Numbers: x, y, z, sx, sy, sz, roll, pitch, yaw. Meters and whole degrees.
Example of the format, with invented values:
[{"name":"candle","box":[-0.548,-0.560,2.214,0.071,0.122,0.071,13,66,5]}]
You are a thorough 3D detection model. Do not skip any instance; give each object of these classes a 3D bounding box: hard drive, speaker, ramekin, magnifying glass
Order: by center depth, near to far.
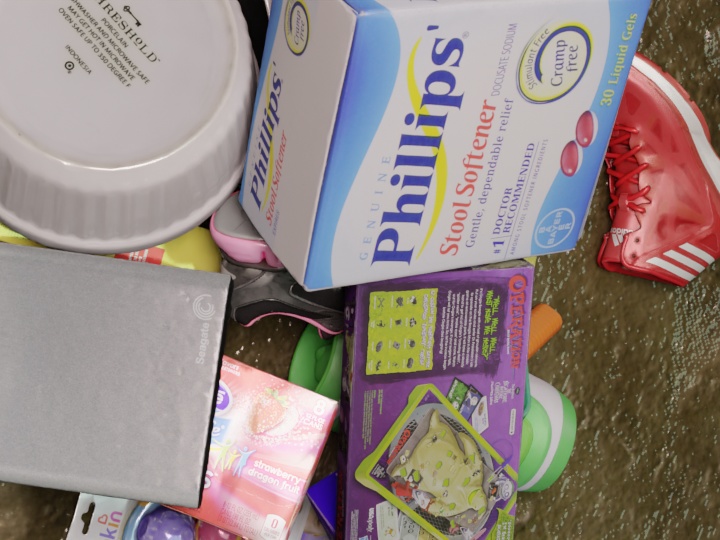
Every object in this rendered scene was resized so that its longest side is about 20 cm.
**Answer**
[{"name":"hard drive","box":[-0.183,0.059,0.975,0.198,0.033,0.141,8,82,-1]},{"name":"ramekin","box":[-0.154,-0.117,0.976,0.200,0.094,0.204,3,73,-9]},{"name":"magnifying glass","box":[0.100,0.061,1.135,0.079,0.200,0.022,38,116,11]},{"name":"speaker","box":[0.052,0.093,1.150,0.199,0.088,0.089,21,84,-22]}]

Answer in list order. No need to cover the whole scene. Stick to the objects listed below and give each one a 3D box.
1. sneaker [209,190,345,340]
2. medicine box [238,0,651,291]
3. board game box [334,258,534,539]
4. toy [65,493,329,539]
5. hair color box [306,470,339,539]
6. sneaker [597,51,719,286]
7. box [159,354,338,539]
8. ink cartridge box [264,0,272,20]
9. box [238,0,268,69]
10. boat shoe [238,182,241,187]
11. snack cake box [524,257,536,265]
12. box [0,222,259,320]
[{"name":"sneaker","box":[0.000,0.000,1.047,0.198,0.079,0.096,1,121,-10]},{"name":"medicine box","box":[0.045,-0.100,0.954,0.198,0.103,0.183,-10,130,-29]},{"name":"board game box","box":[0.045,0.093,1.018,0.119,0.032,0.202,-1,106,-16]},{"name":"toy","box":[-0.098,0.195,1.110,0.199,0.047,0.116,20,82,-23]},{"name":"hair color box","box":[0.052,0.205,1.121,0.109,0.065,0.201,-32,127,-9]},{"name":"sneaker","box":[0.206,-0.069,1.215,0.200,0.078,0.116,47,74,-16]},{"name":"box","box":[-0.122,0.094,1.038,0.198,0.095,0.103,21,83,0]},{"name":"ink cartridge box","box":[0.014,-0.209,1.000,0.198,0.068,0.116,-17,99,-23]},{"name":"box","box":[-0.045,-0.248,1.077,0.148,0.124,0.201,-28,101,-20]},{"name":"boat shoe","box":[-0.013,-0.111,1.081,0.198,0.066,0.073,-22,90,14]},{"name":"snack cake box","box":[0.078,-0.068,1.140,0.067,0.115,0.202,11,88,-22]},{"name":"box","box":[-0.159,-0.019,1.064,0.198,0.075,0.051,19,85,-23]}]
